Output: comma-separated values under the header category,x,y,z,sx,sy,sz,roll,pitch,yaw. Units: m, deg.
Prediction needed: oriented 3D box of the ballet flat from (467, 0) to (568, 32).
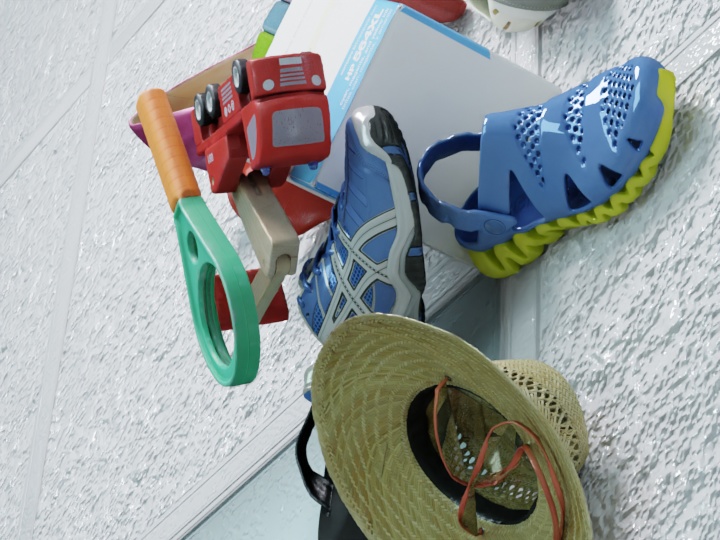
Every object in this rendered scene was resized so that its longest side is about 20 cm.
category,x,y,z,sx,sy,sz,roll,pitch,yaw
ballet flat,0.099,-0.186,1.728,0.200,0.067,0.064,-130,41,-65

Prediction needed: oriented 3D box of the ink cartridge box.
category,x,y,z,sx,sy,sz,roll,pitch,yaw
ink cartridge box,0.012,-0.098,1.715,0.126,0.128,0.200,-64,24,1

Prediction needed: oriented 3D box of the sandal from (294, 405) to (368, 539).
category,x,y,z,sx,sy,sz,roll,pitch,yaw
sandal,-0.011,0.112,1.655,0.075,0.045,0.200,-45,30,38

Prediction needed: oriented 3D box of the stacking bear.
category,x,y,z,sx,sy,sz,roll,pitch,yaw
stacking bear,-0.028,-0.117,1.854,0.201,0.113,0.121,-67,23,3

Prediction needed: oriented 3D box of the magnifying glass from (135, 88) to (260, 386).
category,x,y,z,sx,sy,sz,roll,pitch,yaw
magnifying glass,-0.100,-0.022,1.627,0.080,0.022,0.201,114,142,-57

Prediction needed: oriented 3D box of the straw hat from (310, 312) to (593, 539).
category,x,y,z,sx,sy,sz,roll,pitch,yaw
straw hat,0.073,0.090,1.441,0.085,0.201,0.201,-33,4,-35

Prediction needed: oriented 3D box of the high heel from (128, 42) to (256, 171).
category,x,y,z,sx,sy,sz,roll,pitch,yaw
high heel,-0.082,-0.157,1.958,0.200,0.096,0.067,-52,26,27

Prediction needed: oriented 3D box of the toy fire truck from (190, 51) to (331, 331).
category,x,y,z,sx,sy,sz,roll,pitch,yaw
toy fire truck,-0.061,-0.044,1.613,0.200,0.049,0.142,153,108,-70

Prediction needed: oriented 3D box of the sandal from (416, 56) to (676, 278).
category,x,y,z,sx,sy,sz,roll,pitch,yaw
sandal,0.103,-0.064,1.549,0.200,0.087,0.080,-38,32,43

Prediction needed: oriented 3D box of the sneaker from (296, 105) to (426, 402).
category,x,y,z,sx,sy,sz,roll,pitch,yaw
sneaker,0.000,0.000,1.590,0.076,0.077,0.201,-90,-2,-68
